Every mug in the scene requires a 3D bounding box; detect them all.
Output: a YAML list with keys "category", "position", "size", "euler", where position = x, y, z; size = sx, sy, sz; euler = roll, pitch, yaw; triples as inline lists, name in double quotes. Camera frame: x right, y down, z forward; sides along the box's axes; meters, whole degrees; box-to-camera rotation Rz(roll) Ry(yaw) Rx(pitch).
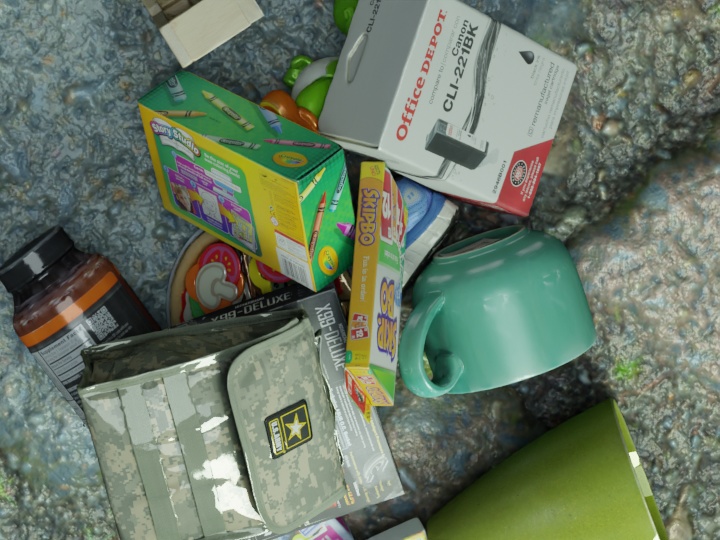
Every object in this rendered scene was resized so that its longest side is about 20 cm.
- category: "mug"
  position: [0.117, 0.031, 1.667]
  size: [0.151, 0.185, 0.115]
  euler: [-16, 98, 19]

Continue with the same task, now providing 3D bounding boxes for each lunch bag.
- category: "lunch bag"
  position: [-0.114, 0.131, 1.550]
  size: [0.198, 0.118, 0.165]
  euler: [-13, 108, -3]

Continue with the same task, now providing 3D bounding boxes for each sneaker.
- category: "sneaker"
  position: [0.000, 0.000, 1.713]
  size: [0.089, 0.079, 0.200]
  euler: [39, 97, 9]

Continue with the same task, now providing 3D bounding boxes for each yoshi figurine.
- category: "yoshi figurine"
  position: [-0.022, -0.185, 1.651]
  size: [0.200, 0.112, 0.113]
  euler: [-42, 141, -26]

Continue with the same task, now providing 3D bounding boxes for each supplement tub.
- category: "supplement tub"
  position: [-0.233, 0.060, 1.674]
  size: [0.107, 0.107, 0.201]
  euler: [-35, 101, 1]

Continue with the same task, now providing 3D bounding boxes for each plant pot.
- category: "plant pot"
  position: [0.168, 0.237, 1.722]
  size: [0.198, 0.187, 0.189]
  euler: [-21, 101, 9]

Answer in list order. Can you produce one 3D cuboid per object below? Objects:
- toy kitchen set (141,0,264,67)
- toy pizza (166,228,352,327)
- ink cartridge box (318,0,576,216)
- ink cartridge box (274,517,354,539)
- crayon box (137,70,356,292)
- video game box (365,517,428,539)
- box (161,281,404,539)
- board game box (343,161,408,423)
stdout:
- category: "toy kitchen set"
  position: [-0.139, -0.305, 1.584]
  size: [0.162, 0.180, 0.201]
  euler: [-33, 105, -1]
- category: "toy pizza"
  position: [-0.086, 0.043, 1.683]
  size: [0.198, 0.032, 0.202]
  euler: [4, 102, 20]
- category: "ink cartridge box"
  position: [0.076, -0.147, 1.627]
  size: [0.199, 0.083, 0.146]
  euler: [21, 87, -42]
- category: "ink cartridge box"
  position: [-0.108, 0.214, 1.719]
  size: [0.119, 0.042, 0.200]
  euler: [-39, 117, 2]
- category: "crayon box"
  position: [-0.095, -0.078, 1.605]
  size: [0.058, 0.199, 0.120]
  euler: [-38, 138, -30]
- category: "video game box"
  position: [-0.002, 0.351, 1.739]
  size: [0.199, 0.047, 0.184]
  euler: [-24, 103, -4]
- category: "box"
  position: [-0.066, 0.122, 1.636]
  size: [0.156, 0.050, 0.202]
  euler: [-19, 106, 1]
- category: "board game box"
  position: [0.013, 0.020, 1.593]
  size: [0.030, 0.096, 0.202]
  euler: [2, 69, 15]
